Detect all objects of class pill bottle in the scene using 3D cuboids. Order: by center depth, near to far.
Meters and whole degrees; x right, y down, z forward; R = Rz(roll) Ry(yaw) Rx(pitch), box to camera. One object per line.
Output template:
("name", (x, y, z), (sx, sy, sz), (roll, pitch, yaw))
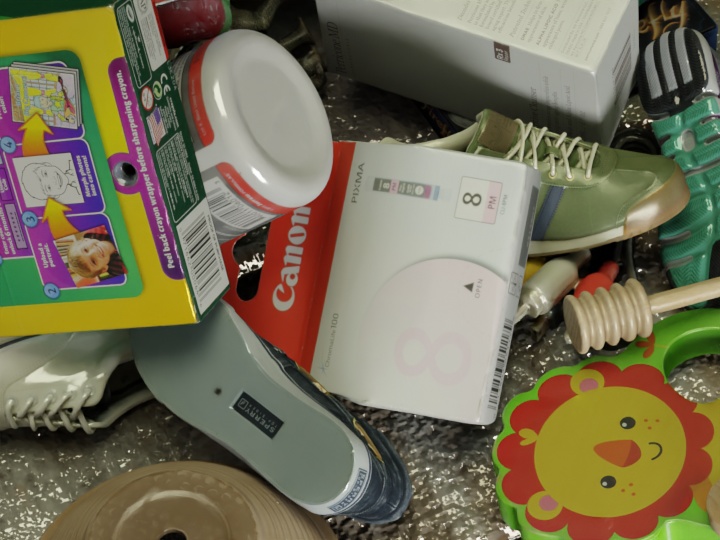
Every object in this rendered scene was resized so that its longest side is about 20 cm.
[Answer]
("pill bottle", (-0.126, -0.061, 1.632), (0.200, 0.116, 0.116), (-24, 45, 31))

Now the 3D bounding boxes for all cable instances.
("cable", (0.159, -0.022, 1.684), (0.097, 0.050, 0.200), (19, 57, 27))

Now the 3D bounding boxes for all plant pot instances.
("plant pot", (-0.105, 0.181, 1.521), (0.201, 0.093, 0.201), (-2, 53, 3))

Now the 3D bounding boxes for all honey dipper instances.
("honey dipper", (0.223, 0.008, 1.617), (0.200, 0.038, 0.038), (-16, 53, -10))

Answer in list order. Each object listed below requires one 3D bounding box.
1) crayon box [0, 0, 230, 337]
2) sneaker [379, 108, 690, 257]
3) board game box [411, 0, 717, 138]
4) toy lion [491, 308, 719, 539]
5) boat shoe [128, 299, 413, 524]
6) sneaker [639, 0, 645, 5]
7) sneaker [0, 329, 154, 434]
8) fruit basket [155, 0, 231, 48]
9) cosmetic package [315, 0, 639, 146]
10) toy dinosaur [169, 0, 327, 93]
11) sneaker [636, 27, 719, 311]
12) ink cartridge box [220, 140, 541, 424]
("crayon box", (-0.186, -0.063, 1.551), (0.172, 0.200, 0.058), (-4, 23, 23))
("sneaker", (0.099, -0.060, 1.657), (0.200, 0.090, 0.067), (-9, 33, 21))
("board game box", (0.124, -0.161, 1.805), (0.200, 0.035, 0.136), (-25, 55, -15))
("toy lion", (0.183, 0.101, 1.590), (0.192, 0.069, 0.200), (14, 54, 23))
("boat shoe", (-0.056, 0.085, 1.590), (0.200, 0.091, 0.071), (42, 95, 30))
("sneaker", (0.145, -0.252, 1.797), (0.121, 0.084, 0.200), (-30, 64, -13))
("sneaker", (-0.188, 0.068, 1.623), (0.200, 0.073, 0.071), (-24, 49, -16))
("fruit basket", (-0.142, -0.151, 1.633), (0.200, 0.094, 0.185), (-8, 9, 20))
("cosmetic package", (0.076, -0.158, 1.709), (0.200, 0.113, 0.081), (17, 64, 17))
("toy dinosaur", (-0.078, -0.132, 1.783), (0.102, 0.077, 0.200), (-29, 61, 5))
("sneaker", (0.239, -0.058, 1.702), (0.074, 0.088, 0.200), (-20, 66, 38))
("ink cartridge box", (0.000, 0.000, 1.623), (0.200, 0.057, 0.163), (10, 87, 13))
